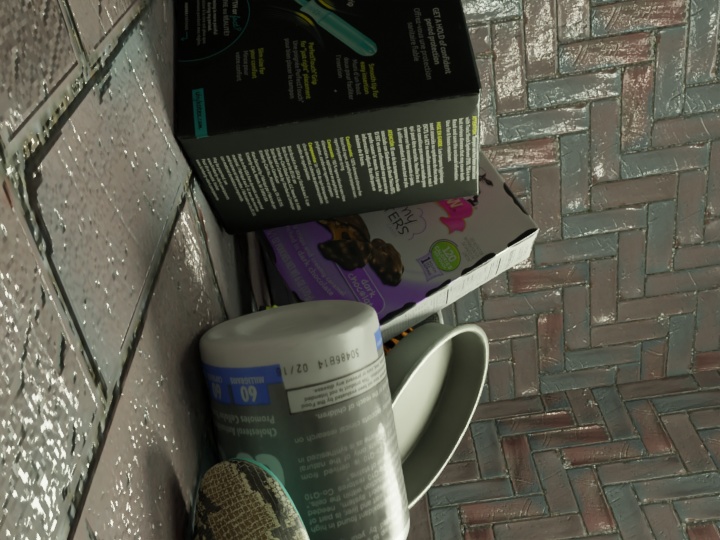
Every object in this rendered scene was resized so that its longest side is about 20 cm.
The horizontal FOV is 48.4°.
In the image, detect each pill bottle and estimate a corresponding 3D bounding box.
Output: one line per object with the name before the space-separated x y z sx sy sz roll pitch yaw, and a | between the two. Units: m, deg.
pill bottle | -0.030 0.127 0.511 0.114 0.114 0.200 -80 161 -81

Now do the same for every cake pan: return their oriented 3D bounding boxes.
cake pan | 0.048 0.133 0.720 0.200 0.037 0.200 -37 141 -38

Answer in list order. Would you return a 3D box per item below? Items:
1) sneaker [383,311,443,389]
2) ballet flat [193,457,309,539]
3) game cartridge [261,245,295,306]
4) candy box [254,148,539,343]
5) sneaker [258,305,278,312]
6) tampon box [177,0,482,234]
sneaker | 0.018 0.090 0.743 0.200 0.078 0.077 -49 158 -33
ballet flat | -0.053 0.198 0.425 0.075 0.068 0.200 -62 149 -58
game cartridge | -0.077 -0.034 0.878 0.200 0.042 0.133 -91 168 -70
candy box | 0.021 -0.040 0.684 0.168 0.200 0.072 57 -6 17
sneaker | -0.024 0.118 0.602 0.074 0.081 0.200 -86 168 -68
tampon box | -0.021 -0.133 0.595 0.126 0.200 0.150 76 6 -62
